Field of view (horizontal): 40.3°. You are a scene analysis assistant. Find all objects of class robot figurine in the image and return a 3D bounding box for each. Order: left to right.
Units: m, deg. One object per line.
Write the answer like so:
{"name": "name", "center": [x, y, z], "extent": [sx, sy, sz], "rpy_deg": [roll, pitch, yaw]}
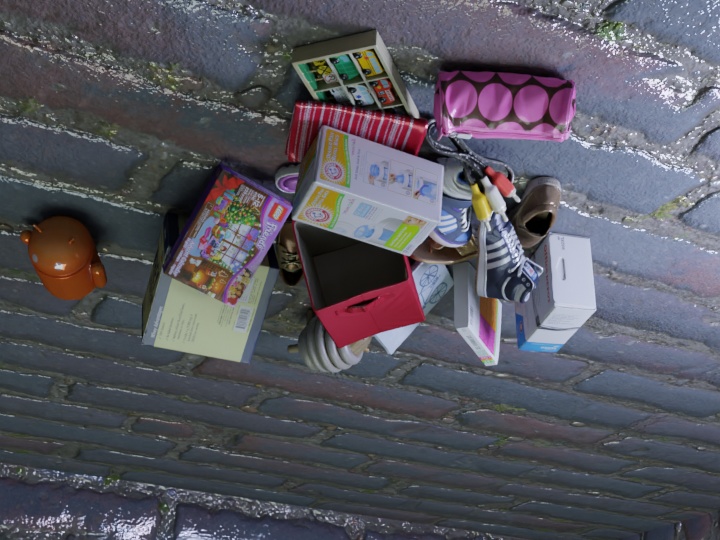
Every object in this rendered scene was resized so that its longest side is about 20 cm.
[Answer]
{"name": "robot figurine", "center": [-0.533, -0.023, 1.768], "extent": [0.115, 0.145, 0.201], "rpy_deg": [-23, 158, -15]}

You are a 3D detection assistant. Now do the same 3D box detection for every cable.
{"name": "cable", "center": [0.173, -0.161, 1.473], "extent": [0.201, 0.097, 0.050], "rpy_deg": [52, 168, -27]}

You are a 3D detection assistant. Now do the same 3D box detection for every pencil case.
{"name": "pencil case", "center": [0.199, -0.221, 1.352], "extent": [0.196, 0.095, 0.091], "rpy_deg": [1, 153, 0]}

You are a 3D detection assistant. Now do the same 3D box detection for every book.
{"name": "book", "center": [0.228, 0.088, 1.907], "extent": [0.047, 0.136, 0.200], "rpy_deg": [-8, 151, 21]}

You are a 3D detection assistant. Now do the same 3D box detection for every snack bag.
{"name": "snack bag", "center": [0.091, 0.059, 1.830], "extent": [0.021, 0.200, 0.189], "rpy_deg": [39, 175, 26]}

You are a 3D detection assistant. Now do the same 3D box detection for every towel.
{"name": "towel", "center": [-0.008, -0.191, 1.444], "extent": [0.196, 0.023, 0.145], "rpy_deg": [7, 152, -8]}

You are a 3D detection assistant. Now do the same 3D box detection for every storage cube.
{"name": "storage cube", "center": [0.000, 0.000, 1.669], "extent": [0.168, 0.203, 0.180], "rpy_deg": [-18, 152, 5]}

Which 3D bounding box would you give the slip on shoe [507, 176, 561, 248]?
{"name": "slip on shoe", "center": [0.293, -0.080, 1.654], "extent": [0.075, 0.062, 0.201], "rpy_deg": [5, 153, -7]}

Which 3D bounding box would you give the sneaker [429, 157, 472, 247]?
{"name": "sneaker", "center": [0.166, -0.111, 1.582], "extent": [0.145, 0.082, 0.199], "rpy_deg": [-14, 144, 37]}

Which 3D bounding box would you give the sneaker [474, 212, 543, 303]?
{"name": "sneaker", "center": [0.254, -0.033, 1.650], "extent": [0.107, 0.070, 0.203], "rpy_deg": [16, 128, 23]}

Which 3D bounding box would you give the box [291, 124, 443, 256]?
{"name": "box", "center": [0.010, -0.115, 1.443], "extent": [0.197, 0.103, 0.113], "rpy_deg": [17, 148, -16]}

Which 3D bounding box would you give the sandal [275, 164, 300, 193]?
{"name": "sandal", "center": [-0.040, -0.139, 1.576], "extent": [0.199, 0.051, 0.083], "rpy_deg": [-6, 152, 15]}

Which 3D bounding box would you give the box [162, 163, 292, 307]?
{"name": "box", "center": [-0.219, -0.055, 1.609], "extent": [0.136, 0.039, 0.202], "rpy_deg": [26, 103, -24]}

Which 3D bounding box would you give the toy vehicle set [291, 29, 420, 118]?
{"name": "toy vehicle set", "center": [-0.002, -0.253, 1.379], "extent": [0.122, 0.027, 0.200], "rpy_deg": [-8, 151, 19]}

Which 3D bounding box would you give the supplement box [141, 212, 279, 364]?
{"name": "supplement box", "center": [-0.270, 0.032, 1.737], "extent": [0.197, 0.135, 0.203], "rpy_deg": [12, 114, -18]}

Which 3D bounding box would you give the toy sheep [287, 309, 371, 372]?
{"name": "toy sheep", "center": [-0.064, 0.147, 2.044], "extent": [0.197, 0.140, 0.138], "rpy_deg": [-14, 149, 29]}

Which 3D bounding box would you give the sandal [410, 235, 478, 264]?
{"name": "sandal", "center": [0.187, -0.058, 1.726], "extent": [0.208, 0.078, 0.071], "rpy_deg": [2, 123, -15]}

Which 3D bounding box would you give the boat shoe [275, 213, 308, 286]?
{"name": "boat shoe", "center": [-0.117, -0.035, 1.758], "extent": [0.074, 0.075, 0.201], "rpy_deg": [2, 153, 0]}

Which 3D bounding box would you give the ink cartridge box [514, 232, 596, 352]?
{"name": "ink cartridge box", "center": [0.353, 0.044, 1.799], "extent": [0.082, 0.147, 0.201], "rpy_deg": [6, 153, -9]}
